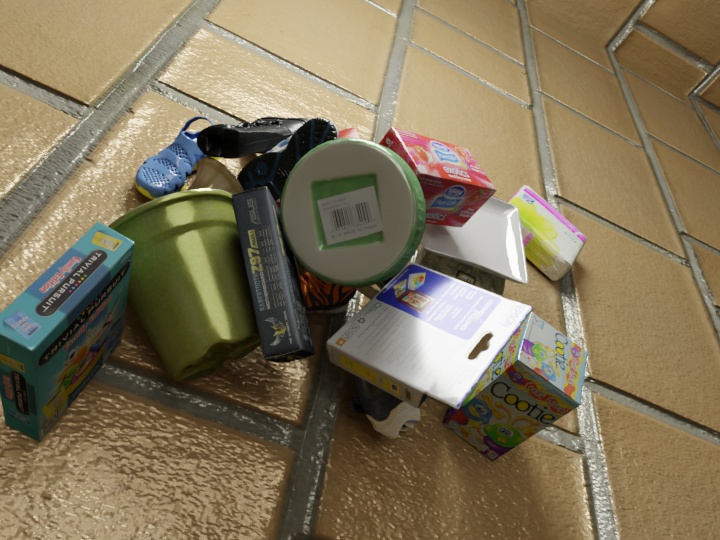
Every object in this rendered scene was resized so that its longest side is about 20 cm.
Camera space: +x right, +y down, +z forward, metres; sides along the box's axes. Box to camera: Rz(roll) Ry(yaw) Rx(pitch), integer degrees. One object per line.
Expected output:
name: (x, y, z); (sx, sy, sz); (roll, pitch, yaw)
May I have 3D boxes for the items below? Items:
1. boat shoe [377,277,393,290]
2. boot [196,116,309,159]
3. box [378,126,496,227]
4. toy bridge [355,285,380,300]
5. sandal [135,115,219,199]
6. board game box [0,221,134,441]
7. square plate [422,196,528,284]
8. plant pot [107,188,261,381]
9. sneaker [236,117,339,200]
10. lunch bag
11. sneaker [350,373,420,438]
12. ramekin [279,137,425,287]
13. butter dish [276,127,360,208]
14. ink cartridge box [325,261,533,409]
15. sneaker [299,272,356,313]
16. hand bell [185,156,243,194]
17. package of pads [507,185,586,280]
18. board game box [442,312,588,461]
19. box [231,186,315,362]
boat shoe: (0.097, 0.054, 0.877); (0.201, 0.072, 0.060); (41, 5, -7)
boot: (-0.196, -0.220, 0.910); (0.199, 0.162, 0.067); (-35, 116, -52)
box: (0.109, -0.142, 0.849); (0.197, 0.096, 0.101); (2, 50, -43)
toy bridge: (0.000, 0.000, 0.795); (0.201, 0.027, 0.067); (49, 24, -8)
sandal: (-0.297, -0.192, 0.885); (0.079, 0.087, 0.202); (31, 46, -5)
board game box: (-0.312, 0.070, 0.574); (0.046, 0.201, 0.152); (28, 45, -5)
square plate: (0.198, -0.073, 0.950); (0.196, 0.029, 0.201); (18, 47, -10)
plant pot: (-0.213, 0.030, 0.690); (0.198, 0.200, 0.187); (-17, 74, -38)
sneaker: (-0.111, -0.168, 0.853); (0.077, 0.198, 0.077); (60, 18, -8)
lunch bag: (0.174, 0.004, 0.974); (0.161, 0.118, 0.202); (23, 51, -7)
sneaker: (0.044, 0.163, 0.808); (0.200, 0.079, 0.149); (-44, 115, -71)
ramekin: (-0.011, -0.075, 0.704); (0.199, 0.202, 0.098); (36, 6, 2)
butter dish: (-0.063, -0.111, 0.922); (0.196, 0.148, 0.203); (-19, 52, 11)
ink cartridge box: (0.091, 0.083, 0.698); (0.198, 0.048, 0.197); (23, 47, 33)
sneaker: (-0.085, 0.016, 0.813); (0.197, 0.113, 0.078); (-8, 57, -35)
hand bell: (-0.276, -0.072, 0.816); (0.103, 0.104, 0.201); (37, 58, 4)
package of pads: (0.407, -0.087, 1.217); (0.200, 0.069, 0.154); (43, 45, 9)
board game box: (0.225, 0.177, 0.796); (0.102, 0.201, 0.105); (35, 44, 2)
box: (-0.109, 0.014, 0.697); (0.050, 0.158, 0.204); (-14, 80, -2)
